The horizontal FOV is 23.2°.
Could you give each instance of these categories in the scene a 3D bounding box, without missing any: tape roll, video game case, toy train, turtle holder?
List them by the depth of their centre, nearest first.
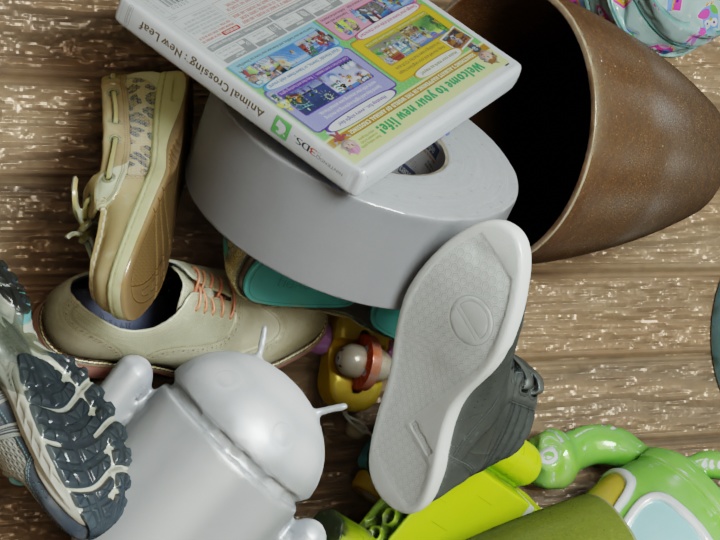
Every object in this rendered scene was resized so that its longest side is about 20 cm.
[{"bbox_3d":[-0.020,-0.136,1.057,0.181,0.022,0.200,37,38,13],"label":"video game case"},{"bbox_3d":[-0.005,-0.060,1.081,0.198,0.201,0.067,9,120,-26],"label":"tape roll"},{"bbox_3d":[0.045,0.071,1.191,0.149,0.055,0.202,-17,95,-27],"label":"toy train"},{"bbox_3d":[0.198,0.192,1.216,0.131,0.141,0.187,-28,101,-24],"label":"turtle holder"}]

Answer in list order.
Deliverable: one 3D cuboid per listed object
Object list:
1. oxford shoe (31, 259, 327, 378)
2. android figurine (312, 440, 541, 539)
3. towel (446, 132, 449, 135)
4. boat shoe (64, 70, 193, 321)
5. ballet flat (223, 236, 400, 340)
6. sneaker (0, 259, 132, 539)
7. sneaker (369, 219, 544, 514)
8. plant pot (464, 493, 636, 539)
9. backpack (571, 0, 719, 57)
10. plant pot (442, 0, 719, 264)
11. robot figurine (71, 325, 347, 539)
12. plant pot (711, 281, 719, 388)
[{"bbox_3d":[-0.103,0.029,1.098,0.198,0.074,0.071,-5,66,-29],"label":"oxford shoe"},{"bbox_3d":[0.052,0.182,1.160,0.183,0.041,0.200,-52,134,4],"label":"android figurine"},{"bbox_3d":[-0.025,-0.163,1.121,0.143,0.024,0.201,6,42,-26],"label":"towel"},{"bbox_3d":[-0.142,-0.048,1.054,0.062,0.074,0.201,6,40,0],"label":"boat shoe"},{"bbox_3d":[0.000,0.000,1.120,0.198,0.070,0.072,13,82,-31],"label":"ballet flat"},{"bbox_3d":[-0.209,0.078,1.023,0.201,0.086,0.077,55,24,16],"label":"sneaker"},{"bbox_3d":[0.072,0.047,1.041,0.099,0.071,0.202,-20,138,-46],"label":"sneaker"},{"bbox_3d":[0.068,0.249,1.082,0.198,0.187,0.190,-9,91,-15],"label":"plant pot"},{"bbox_3d":[0.205,-0.252,1.252,0.165,0.126,0.203,11,85,-29],"label":"backpack"},{"bbox_3d":[0.157,-0.089,1.202,0.199,0.186,0.189,5,85,-40],"label":"plant pot"},{"bbox_3d":[-0.101,0.131,1.063,0.170,0.113,0.200,44,89,-7],"label":"robot figurine"},{"bbox_3d":[0.384,0.050,1.323,0.198,0.134,0.203,1,87,-27],"label":"plant pot"}]
